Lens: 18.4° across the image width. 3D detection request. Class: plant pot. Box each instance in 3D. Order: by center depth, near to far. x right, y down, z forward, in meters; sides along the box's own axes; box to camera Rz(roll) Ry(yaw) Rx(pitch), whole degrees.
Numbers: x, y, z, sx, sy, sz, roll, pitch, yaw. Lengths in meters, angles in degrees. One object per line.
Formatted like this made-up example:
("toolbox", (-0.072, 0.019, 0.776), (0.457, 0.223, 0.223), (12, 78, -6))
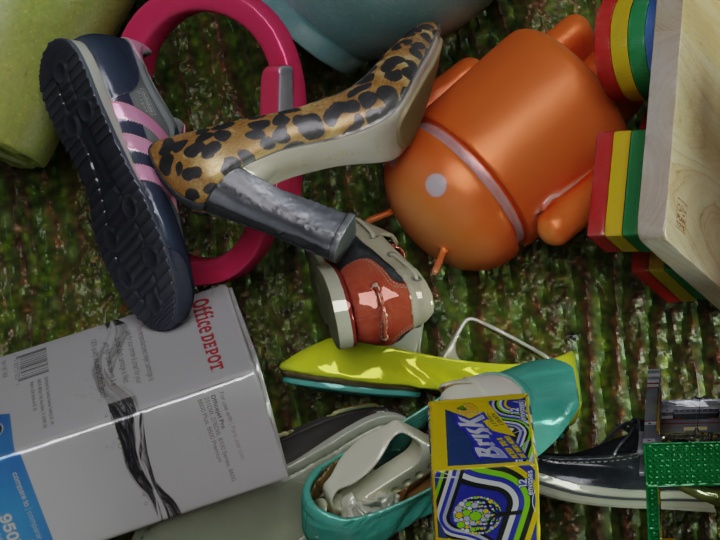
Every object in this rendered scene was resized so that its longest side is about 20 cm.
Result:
("plant pot", (-0.243, -0.175, 1.504), (0.199, 0.200, 0.185), (19, 83, 9))
("plant pot", (-0.006, -0.220, 1.509), (0.134, 0.200, 0.200), (-47, 73, 15))

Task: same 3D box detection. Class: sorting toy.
("sorting toy", (0.207, -0.085, 1.440), (0.069, 0.200, 0.200), (-2, 72, 28))

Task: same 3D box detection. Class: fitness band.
("fitness band", (-0.104, -0.090, 1.482), (0.143, 0.037, 0.201), (10, 100, 30))

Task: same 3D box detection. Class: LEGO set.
("LEGO set", (0.247, 0.128, 1.341), (0.199, 0.116, 0.155), (-10, 112, 14))

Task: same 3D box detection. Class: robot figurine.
("robot figurine", (0.099, -0.080, 1.477), (0.200, 0.117, 0.144), (-42, 90, -10))

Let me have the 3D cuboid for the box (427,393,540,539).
("box", (0.077, 0.176, 1.345), (0.064, 0.201, 0.070), (-4, 34, 2))

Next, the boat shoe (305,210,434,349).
("boat shoe", (0.000, 0.000, 1.429), (0.062, 0.200, 0.072), (-14, 107, -5))

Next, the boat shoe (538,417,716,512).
("boat shoe", (0.184, 0.121, 1.421), (0.199, 0.075, 0.063), (2, 89, -3))

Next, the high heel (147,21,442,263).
("high heel", (-0.038, -0.107, 1.411), (0.142, 0.072, 0.201), (22, 58, 12))

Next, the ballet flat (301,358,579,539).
("ballet flat", (0.048, 0.109, 1.375), (0.199, 0.071, 0.067), (-33, 54, -3))

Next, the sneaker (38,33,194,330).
("sneaker", (-0.135, -0.062, 1.433), (0.082, 0.070, 0.201), (-14, 81, -43))

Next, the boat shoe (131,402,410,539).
("boat shoe", (-0.054, 0.145, 1.438), (0.200, 0.061, 0.072), (-22, 102, -3))

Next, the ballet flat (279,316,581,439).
("ballet flat", (0.049, 0.060, 1.451), (0.199, 0.067, 0.067), (11, 87, -3))

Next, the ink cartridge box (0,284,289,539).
("ink cartridge box", (-0.156, 0.098, 1.407), (0.199, 0.145, 0.085), (-18, 114, -3))
